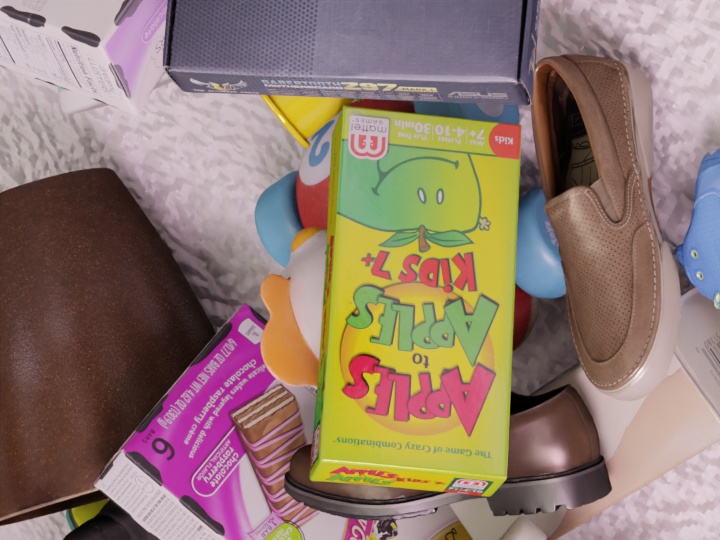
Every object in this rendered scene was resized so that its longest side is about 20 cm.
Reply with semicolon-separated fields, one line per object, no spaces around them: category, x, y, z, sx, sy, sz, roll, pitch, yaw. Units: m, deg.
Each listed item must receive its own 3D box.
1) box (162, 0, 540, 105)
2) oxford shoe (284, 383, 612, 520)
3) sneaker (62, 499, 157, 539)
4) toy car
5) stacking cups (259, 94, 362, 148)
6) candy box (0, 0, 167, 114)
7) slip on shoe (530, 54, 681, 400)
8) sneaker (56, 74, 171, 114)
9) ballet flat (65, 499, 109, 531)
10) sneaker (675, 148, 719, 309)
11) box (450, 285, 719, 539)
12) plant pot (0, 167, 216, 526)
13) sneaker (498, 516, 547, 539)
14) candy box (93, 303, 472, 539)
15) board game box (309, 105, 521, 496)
box;0.000;-0.173;1.499;0.199;0.051;0.158;3;79;12
oxford shoe;0.044;0.095;1.575;0.199;0.073;0.085;-8;101;26
sneaker;-0.178;0.243;1.803;0.076;0.091;0.201;23;124;36
toy car;0.000;0.000;1.596;0.184;0.200;0.177;-33;89;39
stacking cups;0.030;-0.150;1.542;0.200;0.061;0.061;-37;85;4
candy box;-0.176;-0.202;1.654;0.199;0.168;0.072;20;154;27
slip on shoe;0.128;-0.027;1.517;0.076;0.060;0.201;-24;59;48
sneaker;-0.122;-0.176;1.694;0.200;0.074;0.119;-16;92;34
ballet flat;-0.115;0.218;1.868;0.067;0.067;0.200;-37;88;18
sneaker;0.234;0.016;1.527;0.105;0.076;0.201;-1;101;49
box;0.143;0.088;1.601;0.200;0.095;0.078;-37;86;41
plant pot;-0.175;0.043;1.773;0.187;0.187;0.201;-20;83;39
sneaker;0.082;0.210;1.582;0.084;0.075;0.200;43;159;5
candy box;-0.039;0.136;1.662;0.200;0.136;0.061;40;146;-1
board game box;0.031;0.016;1.508;0.048;0.101;0.201;118;157;-71
